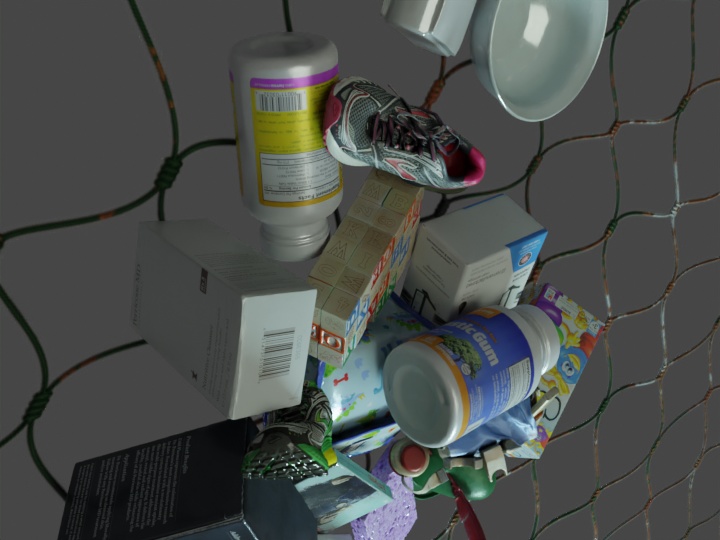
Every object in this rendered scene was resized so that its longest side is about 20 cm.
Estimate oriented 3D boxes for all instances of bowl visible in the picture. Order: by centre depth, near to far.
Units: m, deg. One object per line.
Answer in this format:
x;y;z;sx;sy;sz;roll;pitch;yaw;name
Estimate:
0.186;-0.279;1.022;0.198;0.090;0.205;-20;122;-34;bowl

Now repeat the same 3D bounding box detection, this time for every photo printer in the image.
0.091;-0.324;0.886;0.166;0.068;0.204;-19;129;-75;photo printer

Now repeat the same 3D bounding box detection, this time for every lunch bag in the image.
-0.020;0.140;1.027;0.167;0.127;0.204;-10;127;-36;lunch bag

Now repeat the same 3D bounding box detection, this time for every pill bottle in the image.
-0.068;-0.116;0.863;0.103;0.104;0.204;-21;124;-33;pill bottle
0.127;0.104;0.978;0.198;0.111;0.115;-21;124;-39;pill bottle

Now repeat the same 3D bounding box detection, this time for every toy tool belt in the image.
0.131;0.184;1.056;0.197;0.123;0.127;-25;87;-14;toy tool belt

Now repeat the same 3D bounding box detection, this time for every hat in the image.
0.168;0.285;1.222;0.164;0.175;0.203;-32;129;-26;hat

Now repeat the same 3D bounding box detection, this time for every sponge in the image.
0.033;0.320;1.175;0.112;0.029;0.202;-53;151;-31;sponge

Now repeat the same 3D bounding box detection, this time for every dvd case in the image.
-0.077;0.275;1.029;0.197;0.022;0.146;-27;141;14;dvd case

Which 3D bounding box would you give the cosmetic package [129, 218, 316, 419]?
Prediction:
-0.130;0.035;0.814;0.080;0.198;0.116;-5;111;-40;cosmetic package

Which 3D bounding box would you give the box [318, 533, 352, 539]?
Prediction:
-0.095;0.415;1.056;0.151;0.107;0.201;16;120;-44;box

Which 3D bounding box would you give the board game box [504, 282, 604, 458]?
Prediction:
0.224;0.135;1.204;0.104;0.103;0.202;33;75;-7;board game box

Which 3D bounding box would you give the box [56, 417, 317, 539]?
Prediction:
-0.162;0.271;0.895;0.192;0.125;0.202;-15;130;10;box

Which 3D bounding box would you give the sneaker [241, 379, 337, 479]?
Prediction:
-0.066;0.146;0.830;0.076;0.200;0.087;-4;84;2;sneaker

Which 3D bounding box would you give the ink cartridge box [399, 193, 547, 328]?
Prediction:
0.122;0.027;1.077;0.144;0.084;0.203;-22;141;-36;ink cartridge box

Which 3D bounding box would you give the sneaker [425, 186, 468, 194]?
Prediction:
0.084;-0.124;1.006;0.198;0.089;0.068;23;95;-46;sneaker

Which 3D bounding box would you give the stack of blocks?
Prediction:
0.000;0.000;0.937;0.116;0.058;0.202;96;20;-52;stack of blocks

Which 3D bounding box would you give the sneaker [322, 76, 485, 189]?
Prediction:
0.043;-0.128;0.852;0.198;0.074;0.083;11;94;-46;sneaker
